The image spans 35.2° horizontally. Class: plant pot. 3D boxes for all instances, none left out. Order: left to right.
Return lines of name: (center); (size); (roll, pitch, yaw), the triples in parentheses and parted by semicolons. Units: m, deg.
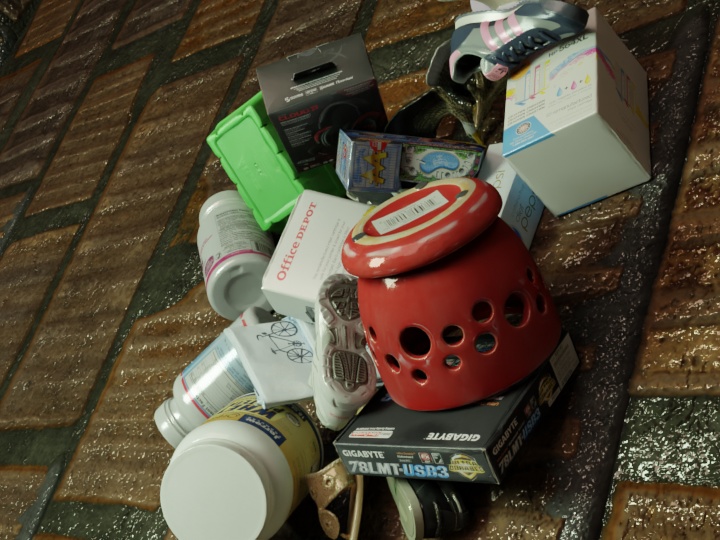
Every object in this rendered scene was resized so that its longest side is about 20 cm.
plant pot: (0.087, 0.017, 1.171); (0.198, 0.184, 0.201); (-21, 21, 9)

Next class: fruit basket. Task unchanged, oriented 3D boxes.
fruit basket: (-0.108, -0.172, 1.700); (0.155, 0.215, 0.217); (-32, 38, 23)

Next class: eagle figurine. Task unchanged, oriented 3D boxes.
eagle figurine: (0.119, -0.229, 1.509); (0.199, 0.150, 0.153); (16, 110, 60)

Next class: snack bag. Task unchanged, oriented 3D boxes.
snack bag: (-0.055, 0.097, 1.385); (0.189, 0.198, 0.022); (-128, 36, -55)

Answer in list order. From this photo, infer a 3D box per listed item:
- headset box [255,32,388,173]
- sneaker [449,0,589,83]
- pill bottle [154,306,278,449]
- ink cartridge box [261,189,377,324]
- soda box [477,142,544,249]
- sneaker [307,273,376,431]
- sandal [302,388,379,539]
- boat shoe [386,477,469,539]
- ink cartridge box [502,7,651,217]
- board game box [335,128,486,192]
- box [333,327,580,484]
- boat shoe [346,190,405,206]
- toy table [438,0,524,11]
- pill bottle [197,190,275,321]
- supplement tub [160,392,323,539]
headset box: (-0.046, -0.224, 1.512); (0.147, 0.200, 0.076); (-18, 68, 2)
sneaker: (0.181, -0.261, 1.322); (0.199, 0.070, 0.083); (1, 75, 54)
pill bottle: (-0.176, 0.151, 1.508); (0.200, 0.109, 0.109); (-43, 35, 11)
ink cartridge box: (0.000, 0.000, 1.398); (0.198, 0.086, 0.149); (15, 66, 21)
soda box: (0.164, -0.055, 1.351); (0.063, 0.068, 0.202); (-5, 54, 45)
sneaker: (-0.028, 0.090, 1.271); (0.201, 0.077, 0.100); (-84, 15, -46)
sandal: (-0.029, 0.227, 1.265); (0.078, 0.069, 0.214); (110, 172, -65)
boat shoe: (0.061, 0.217, 1.232); (0.067, 0.073, 0.200); (-12, 28, -9)
ink cartridge box: (0.253, -0.193, 1.331); (0.128, 0.125, 0.202); (-23, 43, 34)
board game box: (0.051, -0.131, 1.404); (0.200, 0.197, 0.063); (-48, -35, -76)
box: (0.102, 0.138, 1.185); (0.198, 0.050, 0.198); (-6, 27, 42)
boat shoe: (0.048, -0.097, 1.531); (0.199, 0.073, 0.061); (28, 123, 40)
toy table: (0.195, -0.428, 1.628); (0.184, 0.117, 0.200); (-51, 35, -1)
pill bottle: (-0.181, -0.027, 1.678); (0.113, 0.113, 0.201); (-40, 35, 14)
supplement tub: (-0.132, 0.228, 1.283); (0.144, 0.145, 0.200); (-39, -2, 15)
